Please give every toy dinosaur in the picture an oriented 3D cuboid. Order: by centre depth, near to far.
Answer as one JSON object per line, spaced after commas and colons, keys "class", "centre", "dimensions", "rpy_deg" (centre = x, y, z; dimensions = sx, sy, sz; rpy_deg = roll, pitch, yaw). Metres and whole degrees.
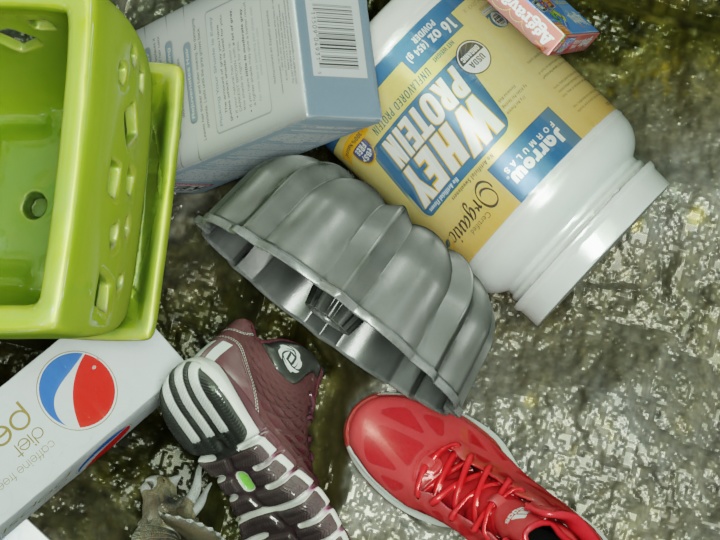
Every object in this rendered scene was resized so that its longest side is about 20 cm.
{"class": "toy dinosaur", "centre": [-0.117, 0.225, 1.520], "dimensions": [0.101, 0.077, 0.202], "rpy_deg": [-13, 85, -11]}

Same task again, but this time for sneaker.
{"class": "sneaker", "centre": [0.080, 0.136, 1.523], "dimensions": [0.199, 0.116, 0.079], "rpy_deg": [30, 81, 3]}
{"class": "sneaker", "centre": [-0.038, 0.116, 1.548], "dimensions": [0.075, 0.116, 0.201], "rpy_deg": [-15, 113, 35]}

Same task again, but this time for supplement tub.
{"class": "supplement tub", "centre": [0.080, -0.078, 1.541], "dimensions": [0.200, 0.145, 0.145], "rpy_deg": [43, 82, 5]}

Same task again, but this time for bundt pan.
{"class": "bundt pan", "centre": [0.000, 0.000, 1.497], "dimensions": [0.201, 0.202, 0.076], "rpy_deg": [36, 82, 4]}

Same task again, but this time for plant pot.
{"class": "plant pot", "centre": [-0.215, -0.053, 1.459], "dimensions": [0.198, 0.181, 0.201], "rpy_deg": [3, 83, 20]}

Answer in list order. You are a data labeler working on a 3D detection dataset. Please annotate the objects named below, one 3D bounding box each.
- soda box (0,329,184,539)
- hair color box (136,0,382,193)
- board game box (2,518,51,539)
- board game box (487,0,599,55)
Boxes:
{"class": "soda box", "centre": [-0.203, 0.104, 1.520], "dimensions": [0.200, 0.064, 0.068], "rpy_deg": [-41, 84, -22]}
{"class": "hair color box", "centre": [-0.073, -0.117, 1.517], "dimensions": [0.060, 0.199, 0.100], "rpy_deg": [0, 79, -38]}
{"class": "board game box", "centre": [-0.292, 0.171, 1.546], "dimensions": [0.200, 0.034, 0.135], "rpy_deg": [41, 82, 4]}
{"class": "board game box", "centre": [0.097, -0.175, 1.532], "dimensions": [0.103, 0.200, 0.019], "rpy_deg": [42, 102, 5]}
